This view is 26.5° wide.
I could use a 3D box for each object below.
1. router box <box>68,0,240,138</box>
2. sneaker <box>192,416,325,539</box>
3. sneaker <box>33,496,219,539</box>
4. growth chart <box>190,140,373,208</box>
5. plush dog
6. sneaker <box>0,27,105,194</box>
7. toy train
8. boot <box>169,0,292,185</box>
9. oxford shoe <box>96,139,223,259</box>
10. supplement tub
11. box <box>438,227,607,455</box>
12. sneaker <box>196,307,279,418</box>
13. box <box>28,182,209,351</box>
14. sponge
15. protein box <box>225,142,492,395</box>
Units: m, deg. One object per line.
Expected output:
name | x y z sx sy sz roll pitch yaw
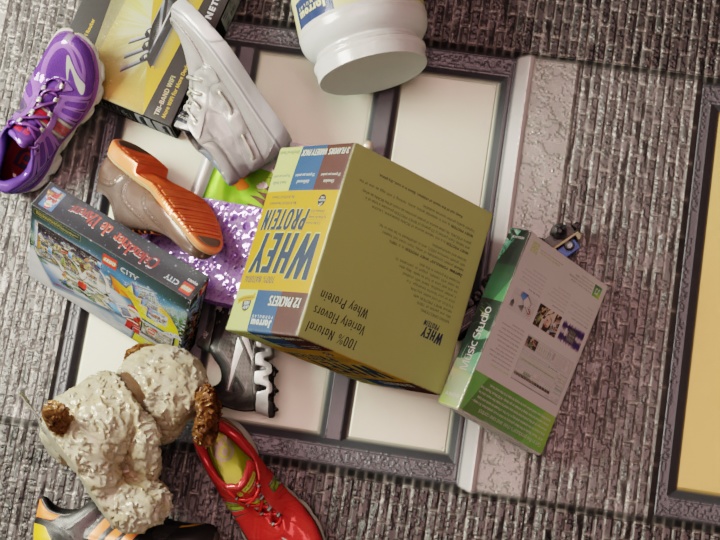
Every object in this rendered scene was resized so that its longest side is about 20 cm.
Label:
router box | -0.240 -0.272 1.733 0.156 0.052 0.201 21 80 7
sneaker | -0.115 0.237 1.606 0.077 0.085 0.200 -41 79 -4
sneaker | -0.250 0.267 1.614 0.198 0.070 0.091 -7 81 4
growth chart | -0.094 -0.089 1.707 0.198 0.018 0.146 9 80 6
plush dog | -0.236 0.142 1.580 0.171 0.161 0.200 -35 49 -20
sneaker | -0.344 -0.167 1.670 0.080 0.083 0.201 28 107 5
toy train | 0.163 0.014 1.663 0.199 0.034 0.046 -36 82 -4
boot | -0.167 -0.190 1.665 0.095 0.074 0.200 -37 96 -7
oxford shoe | -0.217 -0.061 1.642 0.200 0.071 0.073 44 110 38
supplement tub | -0.007 -0.309 1.681 0.144 0.145 0.201 -13 78 0
box | 0.173 0.076 1.604 0.036 0.144 0.201 10 73 49
sneaker | -0.132 0.058 1.653 0.090 0.066 0.202 0 81 1
box | -0.261 0.006 1.633 0.199 0.137 0.038 31 54 7
sponge | -0.169 -0.023 1.652 0.199 0.030 0.112 11 77 30
protein box | 0.000 0.000 1.577 0.198 0.135 0.201 24 77 -35
